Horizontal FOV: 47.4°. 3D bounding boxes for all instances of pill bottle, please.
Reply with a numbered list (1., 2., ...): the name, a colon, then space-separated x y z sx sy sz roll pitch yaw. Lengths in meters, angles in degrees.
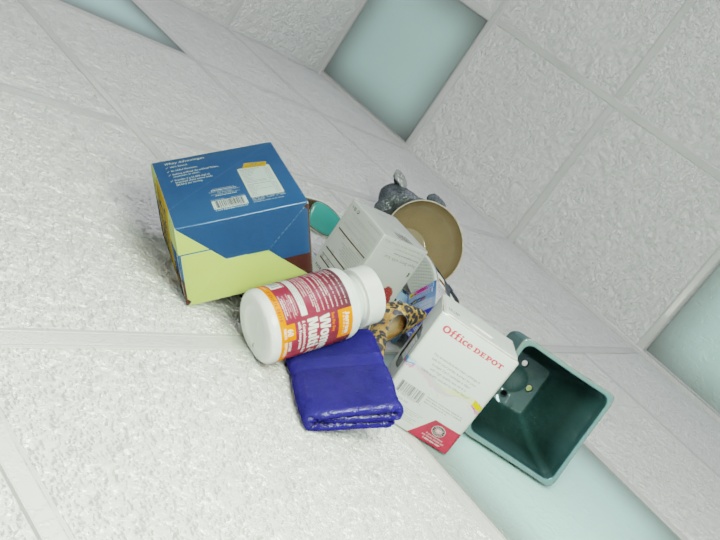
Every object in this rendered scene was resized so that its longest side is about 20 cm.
1. pill bottle: -0.067 0.058 1.203 0.198 0.110 0.110 -15 46 -31

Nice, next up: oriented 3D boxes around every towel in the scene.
1. towel: -0.029 0.160 1.189 0.146 0.050 0.200 -4 30 -12

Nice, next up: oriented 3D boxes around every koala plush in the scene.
1. koala plush: 0.100 -0.171 2.189 0.182 0.178 0.201 17 27 -22

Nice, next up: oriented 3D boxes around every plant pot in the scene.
1. plant pot: 0.299 0.226 1.493 0.195 0.197 0.200 33 7 -8
2. plant pot: 0.130 -0.058 1.951 0.199 0.202 0.134 33 -10 -10

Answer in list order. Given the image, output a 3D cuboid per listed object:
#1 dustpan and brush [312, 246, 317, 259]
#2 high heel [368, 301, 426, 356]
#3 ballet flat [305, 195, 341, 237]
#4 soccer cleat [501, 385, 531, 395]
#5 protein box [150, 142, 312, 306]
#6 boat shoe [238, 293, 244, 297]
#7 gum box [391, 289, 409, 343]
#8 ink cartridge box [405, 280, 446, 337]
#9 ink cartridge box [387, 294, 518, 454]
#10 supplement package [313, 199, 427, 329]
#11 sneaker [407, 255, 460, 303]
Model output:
1. dustpan and brush: -0.127 -0.045 1.578 0.139 0.057 0.200 17 26 -48
2. high heel: 0.058 0.122 1.408 0.198 0.072 0.143 -11 36 -29
3. ballet flat: -0.125 -0.137 1.840 0.199 0.070 0.070 26 19 -28
4. soccer cleat: 0.315 0.244 1.670 0.199 0.065 0.084 28 16 -26
5. protein box: -0.197 -0.078 1.246 0.196 0.136 0.200 -13 37 -17
6. boat shoe: -0.187 0.009 1.321 0.200 0.075 0.074 44 -15 45
7. gum box: 0.034 0.055 1.657 0.169 0.045 0.200 39 18 4
8. ink cartridge box: 0.149 0.120 1.572 0.137 0.076 0.200 56 15 -13
9. ink cartridge box: 0.130 0.163 1.285 0.147 0.201 0.086 34 17 -7
10. supplement package: 0.000 0.000 1.463 0.121 0.201 0.120 19 23 -43
11. sneaker: 0.165 0.051 1.846 0.079 0.078 0.202 14 48 -55
